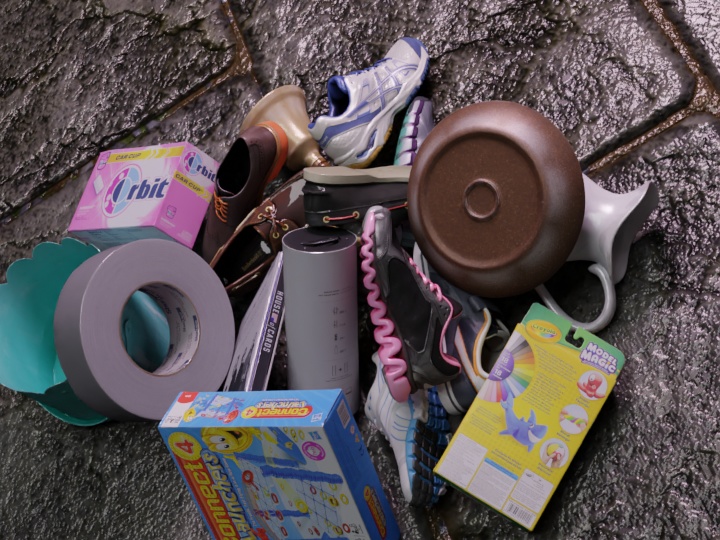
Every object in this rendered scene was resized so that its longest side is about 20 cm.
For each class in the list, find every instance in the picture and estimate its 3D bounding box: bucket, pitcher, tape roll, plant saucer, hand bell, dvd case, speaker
[{"bbox_3d":[-0.334,0.078,1.808,0.206,0.135,0.209,-14,59,24],"label":"bucket"},{"bbox_3d":[0.192,-0.037,1.596,0.199,0.121,0.173,18,90,23],"label":"pitcher"},{"bbox_3d":[-0.239,0.068,1.693,0.066,0.200,0.202,-12,57,51],"label":"tape roll"},{"bbox_3d":[0.129,-0.072,1.542,0.199,0.037,0.202,2,94,28],"label":"plant saucer"},{"bbox_3d":[-0.043,-0.119,1.796,0.104,0.104,0.200,-46,65,0],"label":"hand bell"},{"bbox_3d":[-0.120,0.098,1.662,0.151,0.025,0.201,123,164,-50],"label":"dvd case"},{"bbox_3d":[-0.041,0.057,1.617,0.081,0.201,0.081,-1,22,0],"label":"speaker"}]

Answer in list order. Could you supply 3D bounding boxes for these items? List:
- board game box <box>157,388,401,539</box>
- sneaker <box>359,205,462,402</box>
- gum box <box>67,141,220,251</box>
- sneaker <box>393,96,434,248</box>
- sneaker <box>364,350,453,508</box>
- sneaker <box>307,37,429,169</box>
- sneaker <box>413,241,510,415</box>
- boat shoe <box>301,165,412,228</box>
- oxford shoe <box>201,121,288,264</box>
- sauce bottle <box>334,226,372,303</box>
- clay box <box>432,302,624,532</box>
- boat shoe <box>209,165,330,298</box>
[{"bbox_3d":[-0.081,0.216,1.553,0.195,0.201,0.056,-4,34,28],"label":"board game box"},{"bbox_3d":[0.053,0.029,1.539,0.095,0.079,0.202,-12,99,2],"label":"sneaker"},{"bbox_3d":[-0.270,-0.087,1.875,0.199,0.066,0.114,-1,63,47],"label":"gum box"},{"bbox_3d":[0.078,-0.105,1.731,0.087,0.075,0.201,13,62,0],"label":"sneaker"},{"bbox_3d":[0.046,0.161,1.601,0.086,0.075,0.201,-23,50,29],"label":"sneaker"},{"bbox_3d":[0.011,-0.212,1.772,0.075,0.088,0.201,-26,30,54],"label":"sneaker"},{"bbox_3d":[0.113,0.048,1.610,0.079,0.078,0.201,-21,68,24],"label":"sneaker"},{"bbox_3d":[0.030,-0.080,1.638,0.074,0.200,0.064,25,116,61],"label":"boat shoe"},{"bbox_3d":[-0.154,-0.085,1.787,0.071,0.072,0.201,35,119,23],"label":"oxford shoe"},{"bbox_3d":[0.000,0.000,1.667,0.066,0.066,0.200,-53,29,-5],"label":"sauce bottle"},{"bbox_3d":[0.170,0.145,1.518,0.114,0.048,0.201,31,80,8],"label":"clay box"},{"bbox_3d":[-0.102,-0.042,1.755,0.070,0.070,0.200,46,107,15],"label":"boat shoe"}]
